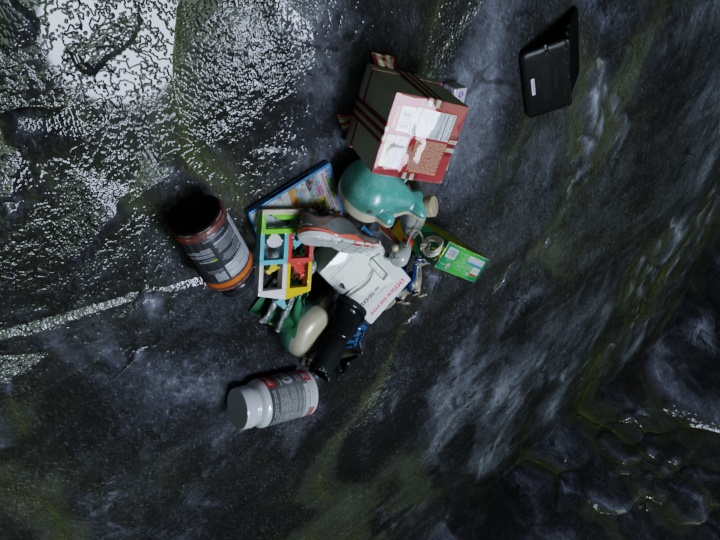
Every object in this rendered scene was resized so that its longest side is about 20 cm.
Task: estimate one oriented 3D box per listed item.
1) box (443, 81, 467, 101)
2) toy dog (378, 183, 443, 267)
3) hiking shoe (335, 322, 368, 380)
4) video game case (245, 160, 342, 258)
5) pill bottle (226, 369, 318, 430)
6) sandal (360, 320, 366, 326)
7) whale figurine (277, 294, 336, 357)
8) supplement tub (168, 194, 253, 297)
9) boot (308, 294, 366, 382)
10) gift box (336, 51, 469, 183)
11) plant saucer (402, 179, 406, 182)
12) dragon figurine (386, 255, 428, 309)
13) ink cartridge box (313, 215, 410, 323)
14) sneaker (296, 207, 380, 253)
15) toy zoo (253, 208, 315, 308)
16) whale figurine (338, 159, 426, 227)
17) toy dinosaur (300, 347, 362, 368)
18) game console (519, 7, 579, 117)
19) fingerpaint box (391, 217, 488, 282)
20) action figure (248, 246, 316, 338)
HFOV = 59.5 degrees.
[{"bbox_3d":[0.192,-0.321,1.426,0.041,0.039,0.202,-17,132,-35],"label":"box"},{"bbox_3d":[0.106,-0.114,1.411,0.130,0.202,0.097,-19,132,19],"label":"toy dog"},{"bbox_3d":[-0.014,0.178,1.608,0.201,0.087,0.074,-55,142,7],"label":"hiking shoe"},{"bbox_3d":[-0.131,-0.120,1.297,0.199,0.018,0.144,-35,139,-18],"label":"video game case"},{"bbox_3d":[-0.209,0.309,1.506,0.198,0.114,0.115,-5,125,-42],"label":"pill bottle"},{"bbox_3d":[0.018,0.061,1.559,0.202,0.075,0.048,-57,166,9],"label":"sandal"},{"bbox_3d":[-0.120,0.118,1.466,0.200,0.103,0.161,-25,142,-64],"label":"whale figurine"},{"bbox_3d":[-0.265,-0.036,1.164,0.107,0.107,0.201,-37,141,-15],"label":"supplement tub"},{"bbox_3d":[-0.057,0.154,1.396,0.164,0.073,0.199,-59,172,-19],"label":"boot"},{"bbox_3d":[0.071,-0.296,1.217,0.198,0.187,0.186,10,119,-26],"label":"gift box"},{"bbox_3d":[0.072,-0.199,1.429,0.201,0.019,0.070,-52,143,3],"label":"plant saucer"},{"bbox_3d":[0.111,0.032,1.624,0.199,0.101,0.058,-31,154,35],"label":"dragon figurine"},{"bbox_3d":[0.000,0.000,1.430,0.146,0.084,0.200,-47,124,-4],"label":"ink cartridge box"},{"bbox_3d":[-0.038,-0.087,1.290,0.198,0.077,0.083,11,70,-38],"label":"sneaker"},{"bbox_3d":[-0.153,-0.023,1.269,0.130,0.020,0.203,-6,105,-41],"label":"toy zoo"},{"bbox_3d":[0.055,-0.165,1.304,0.197,0.161,0.104,11,140,-21],"label":"whale figurine"},{"bbox_3d":[-0.063,0.188,1.548,0.198,0.089,0.047,-21,145,37],"label":"toy dinosaur"},{"bbox_3d":[0.472,-0.509,1.559,0.174,0.117,0.201,-17,141,9],"label":"game console"},{"bbox_3d":[0.194,-0.057,1.548,0.199,0.167,0.074,18,108,-51],"label":"fingerpaint box"},{"bbox_3d":[-0.150,0.030,1.351,0.202,0.117,0.055,-63,177,4],"label":"action figure"}]
